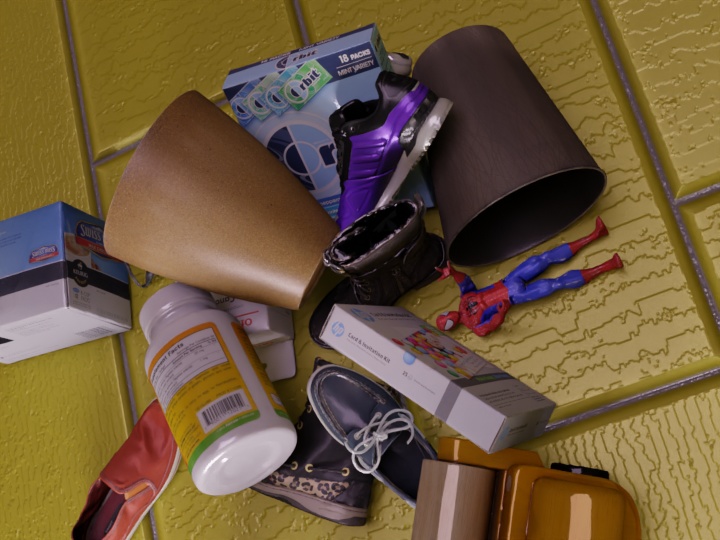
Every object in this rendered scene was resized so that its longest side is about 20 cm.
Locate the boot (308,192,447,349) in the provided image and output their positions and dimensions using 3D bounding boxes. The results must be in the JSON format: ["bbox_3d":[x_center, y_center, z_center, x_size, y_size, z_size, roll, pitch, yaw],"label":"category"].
[{"bbox_3d":[0.000,0.000,0.980,0.199,0.174,0.070,-38,69,10],"label":"boot"}]

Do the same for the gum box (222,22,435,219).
[{"bbox_3d":[-0.028,-0.140,1.024,0.167,0.202,0.045,-12,34,18],"label":"gum box"}]

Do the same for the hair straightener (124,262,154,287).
[{"bbox_3d":[-0.240,-0.078,1.183,0.076,0.041,0.203,22,90,26],"label":"hair straightener"}]

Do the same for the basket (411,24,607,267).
[{"bbox_3d":[0.133,-0.135,0.987,0.179,0.135,0.203,-34,60,29],"label":"basket"}]

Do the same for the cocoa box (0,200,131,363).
[{"bbox_3d":[-0.396,0.018,1.165,0.196,0.133,0.134,-15,71,18],"label":"cocoa box"}]

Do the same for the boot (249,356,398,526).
[{"bbox_3d":[-0.062,0.167,1.022,0.197,0.073,0.153,19,85,22],"label":"boot"}]

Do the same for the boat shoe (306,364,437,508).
[{"bbox_3d":[0.026,0.171,0.948,0.075,0.062,0.201,-41,91,-6],"label":"boat shoe"}]

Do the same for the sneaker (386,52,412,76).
[{"bbox_3d":[-0.009,-0.172,1.067,0.199,0.074,0.083,-31,73,43],"label":"sneaker"}]

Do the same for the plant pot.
[{"bbox_3d":[-0.125,-0.051,0.976,0.197,0.186,0.189,28,88,3],"label":"plant pot"}]

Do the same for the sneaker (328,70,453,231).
[{"bbox_3d":[0.005,-0.119,0.969,0.099,0.070,0.201,33,127,-4],"label":"sneaker"}]

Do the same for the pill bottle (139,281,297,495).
[{"bbox_3d":[-0.153,0.112,0.977,0.110,0.111,0.202,-38,60,10],"label":"pill bottle"}]

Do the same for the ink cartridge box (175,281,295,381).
[{"bbox_3d":[-0.145,0.029,1.094,0.114,0.067,0.204,-16,71,18],"label":"ink cartridge box"}]

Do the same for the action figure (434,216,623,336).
[{"bbox_3d":[0.155,0.008,0.961,0.198,0.099,0.066,-29,66,16],"label":"action figure"}]

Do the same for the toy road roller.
[{"bbox_3d":[0.152,0.223,0.854,0.196,0.146,0.126,11,79,-5],"label":"toy road roller"}]

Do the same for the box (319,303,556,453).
[{"bbox_3d":[0.078,0.098,0.933,0.198,0.155,0.042,31,101,26],"label":"box"}]

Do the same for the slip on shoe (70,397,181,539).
[{"bbox_3d":[-0.263,0.236,1.096,0.073,0.061,0.202,29,88,28],"label":"slip on shoe"}]
